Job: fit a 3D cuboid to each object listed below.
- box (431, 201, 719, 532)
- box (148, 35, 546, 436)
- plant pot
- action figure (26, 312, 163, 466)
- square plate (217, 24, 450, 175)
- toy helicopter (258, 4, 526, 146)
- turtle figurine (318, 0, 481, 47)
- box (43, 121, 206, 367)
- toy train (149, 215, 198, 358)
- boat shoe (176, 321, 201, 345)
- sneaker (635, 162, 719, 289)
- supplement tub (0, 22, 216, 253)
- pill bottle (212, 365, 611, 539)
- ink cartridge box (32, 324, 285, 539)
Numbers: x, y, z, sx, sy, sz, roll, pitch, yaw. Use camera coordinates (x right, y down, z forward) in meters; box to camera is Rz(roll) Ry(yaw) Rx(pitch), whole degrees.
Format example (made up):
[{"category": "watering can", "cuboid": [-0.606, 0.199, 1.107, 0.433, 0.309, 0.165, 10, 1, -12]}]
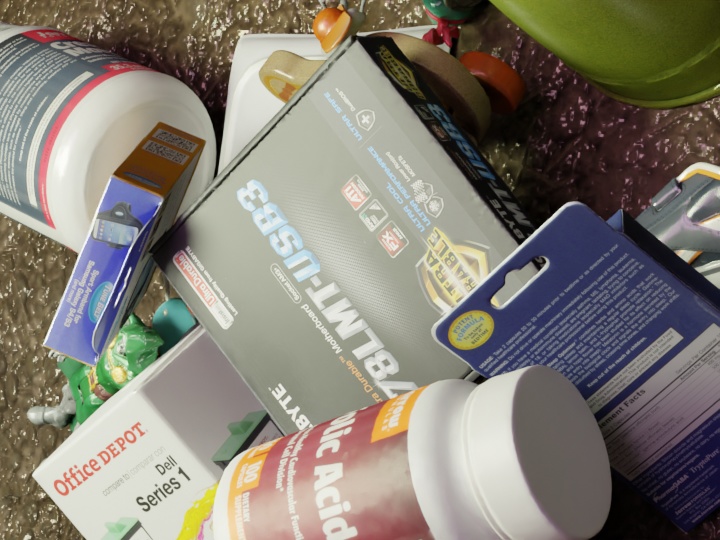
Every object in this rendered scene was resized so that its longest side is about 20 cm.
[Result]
[{"category": "box", "cuboid": [0.149, 0.048, 1.230, 0.121, 0.200, 0.032, -43, 21, 26]}, {"category": "box", "cuboid": [0.000, 0.000, 1.316, 0.198, 0.050, 0.200, -44, 74, 25]}, {"category": "plant pot", "cuboid": [0.134, -0.213, 1.294, 0.200, 0.193, 0.201, -12, 72, 40]}, {"category": "action figure", "cuboid": [-0.180, 0.082, 1.548, 0.200, 0.055, 0.118, -47, 56, 54]}, {"category": "square plate", "cuboid": [-0.033, -0.069, 1.519, 0.200, 0.028, 0.198, 3, 82, 42]}, {"category": "toy helicopter", "cuboid": [-0.003, -0.121, 1.412, 0.200, 0.132, 0.079, 9, 63, 51]}, {"category": "turtle figurine", "cuboid": [0.056, -0.223, 1.426, 0.101, 0.150, 0.200, 29, 135, 11]}, {"category": "box", "cuboid": [-0.150, -0.018, 1.426, 0.041, 0.200, 0.119, 24, 105, 0]}, {"category": "toy train", "cuboid": [-0.064, 0.043, 1.499, 0.200, 0.056, 0.150, 24, 102, 40]}, {"category": "boat shoe", "cuboid": [-0.090, 0.054, 1.439, 0.200, 0.067, 0.074, -49, 57, 27]}, {"category": "sneaker", "cuboid": [0.190, -0.013, 1.276, 0.200, 0.078, 0.080, -17, 72, 30]}, {"category": "supplement tub", "cuboid": [-0.213, -0.096, 1.609, 0.200, 0.140, 0.140, 25, 97, 42]}, {"category": "pill bottle", "cuboid": [0.028, 0.125, 1.223, 0.200, 0.114, 0.114, -22, 66, 32]}, {"category": "ink cartridge box", "cuboid": [-0.088, 0.154, 1.395, 0.200, 0.084, 0.145, 50, 136, -2]}]
